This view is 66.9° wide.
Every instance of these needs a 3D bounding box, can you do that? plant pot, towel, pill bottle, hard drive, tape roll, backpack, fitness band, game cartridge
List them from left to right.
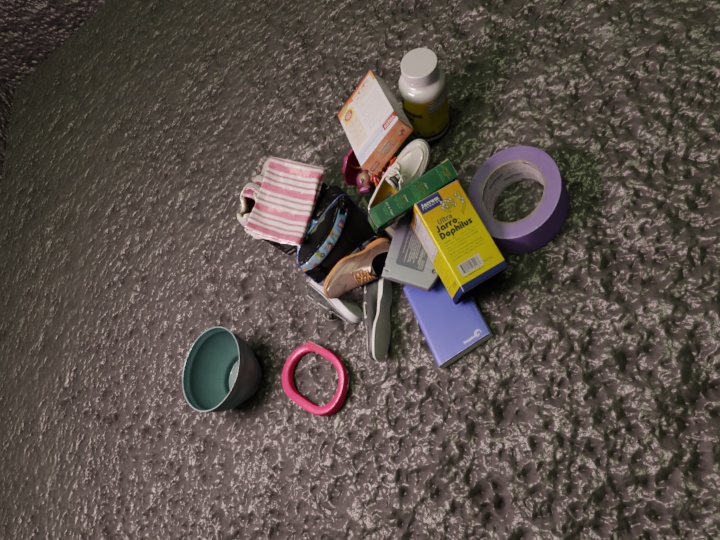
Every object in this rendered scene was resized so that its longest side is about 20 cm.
[{"bbox_3d":[-0.334,0.261,1.377,0.194,0.133,0.208,-14,64,29],"label":"plant pot"},{"bbox_3d":[-0.171,-0.163,1.247,0.141,0.030,0.207,13,72,12],"label":"towel"},{"bbox_3d":[-0.107,0.255,1.293,0.196,0.037,0.148,22,87,38],"label":"fitness band"},{"bbox_3d":[-0.066,-0.074,1.299,0.201,0.182,0.135,-49,35,3],"label":"backpack"},{"bbox_3d":[0.135,-0.062,1.199,0.129,0.042,0.207,17,76,10],"label":"game cartridge"},{"bbox_3d":[0.148,-0.408,1.271,0.108,0.201,0.116,-6,63,11],"label":"pill bottle"},{"bbox_3d":[0.182,0.086,1.171,0.130,0.025,0.204,-35,56,17],"label":"hard drive"},{"bbox_3d":[0.326,-0.146,1.132,0.194,0.084,0.208,-13,65,29],"label":"tape roll"}]

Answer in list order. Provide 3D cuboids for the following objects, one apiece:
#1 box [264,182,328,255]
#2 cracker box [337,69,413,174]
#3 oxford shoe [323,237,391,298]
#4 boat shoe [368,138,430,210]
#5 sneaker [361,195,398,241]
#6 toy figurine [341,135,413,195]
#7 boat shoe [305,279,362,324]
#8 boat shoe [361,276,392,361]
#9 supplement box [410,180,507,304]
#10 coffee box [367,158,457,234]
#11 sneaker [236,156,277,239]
[{"bbox_3d":[-0.166,-0.148,1.411,0.196,0.163,0.089,-29,58,21],"label":"box"},{"bbox_3d":[0.030,-0.338,1.240,0.134,0.057,0.204,-46,45,28],"label":"cracker box"},{"bbox_3d":[0.000,0.000,1.241,0.198,0.072,0.073,-39,27,-4],"label":"oxford shoe"},{"bbox_3d":[0.082,-0.201,1.208,0.071,0.070,0.201,42,112,3],"label":"boat shoe"},{"bbox_3d":[0.088,-0.137,1.306,0.106,0.075,0.201,-41,54,-2],"label":"sneaker"},{"bbox_3d":[0.038,-0.252,1.338,0.180,0.148,0.207,-26,63,28],"label":"toy figurine"},{"bbox_3d":[-0.065,0.087,1.318,0.199,0.071,0.073,37,103,46],"label":"boat shoe"},{"bbox_3d":[0.032,0.108,1.237,0.058,0.076,0.206,-9,55,28],"label":"boat shoe"},{"bbox_3d":[0.196,-0.055,1.113,0.107,0.109,0.205,-27,76,-6],"label":"supplement box"},{"bbox_3d":[0.105,-0.153,1.148,0.196,0.123,0.045,-33,88,0],"label":"coffee box"},{"bbox_3d":[-0.239,-0.186,1.317,0.079,0.088,0.208,4,74,33],"label":"sneaker"}]
